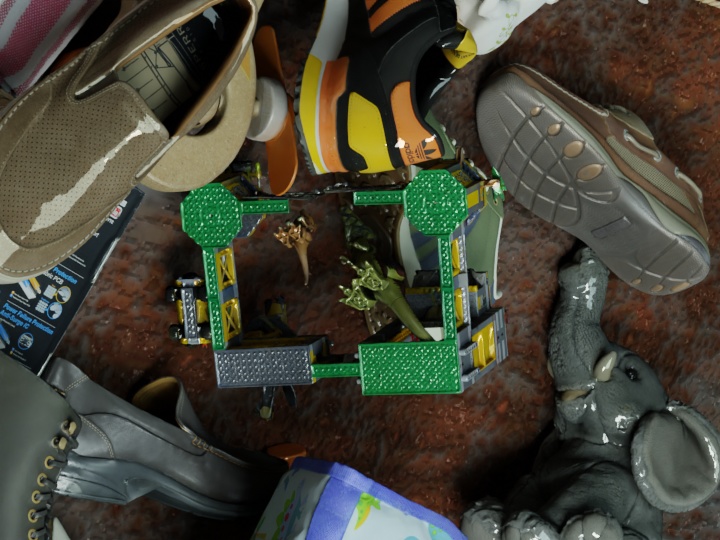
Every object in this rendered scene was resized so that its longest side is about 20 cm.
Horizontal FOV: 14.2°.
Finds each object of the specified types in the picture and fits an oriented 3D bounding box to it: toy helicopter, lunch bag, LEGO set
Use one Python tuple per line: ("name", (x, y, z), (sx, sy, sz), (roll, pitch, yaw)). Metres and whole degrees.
("toy helicopter", (-0.069, -0.130, 1.558), (0.132, 0.079, 0.201), (37, 67, -24))
("lunch bag", (-0.022, 0.198, 1.595), (0.200, 0.127, 0.171), (51, 60, -74))
("LEGO set", (0.000, 0.000, 1.621), (0.116, 0.199, 0.155), (-29, 107, -69))

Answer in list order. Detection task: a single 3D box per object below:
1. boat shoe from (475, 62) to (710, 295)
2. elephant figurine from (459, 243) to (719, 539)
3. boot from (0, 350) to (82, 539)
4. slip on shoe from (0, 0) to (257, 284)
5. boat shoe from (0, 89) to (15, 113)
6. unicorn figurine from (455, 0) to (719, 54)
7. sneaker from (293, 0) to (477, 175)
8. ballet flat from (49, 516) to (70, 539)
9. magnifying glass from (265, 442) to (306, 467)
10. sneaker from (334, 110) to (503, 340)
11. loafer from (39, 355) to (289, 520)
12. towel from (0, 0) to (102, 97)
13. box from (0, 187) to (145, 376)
("boat shoe", (0.143, -0.065, 1.774), (0.200, 0.075, 0.072), (43, 45, -32))
("elephant figurine", (0.158, 0.115, 1.820), (0.201, 0.141, 0.155), (-61, 163, -24))
("boot", (-0.164, 0.137, 1.477), (0.200, 0.077, 0.138), (42, 81, -2))
("slip on shoe", (-0.123, -0.072, 1.433), (0.200, 0.060, 0.076), (-45, 110, -29))
("boat shoe", (-0.216, 0.002, 1.437), (0.074, 0.066, 0.201), (37, 82, -40))
("unicorn figurine", (0.108, -0.180, 1.690), (0.199, 0.074, 0.138), (-26, 149, -9))
("sneaker", (0.025, -0.137, 1.580), (0.070, 0.089, 0.201), (69, 29, -55))
("ballet flat", (-0.193, 0.149, 1.582), (0.200, 0.067, 0.063), (40, 59, -43))
("magnifying glass", (-0.050, 0.201, 1.748), (0.079, 0.022, 0.201), (-11, 116, -35))
("sneaker", (0.041, -0.045, 1.697), (0.090, 0.067, 0.201), (-30, 126, -34))
("loafer", (-0.108, 0.096, 1.622), (0.199, 0.072, 0.073), (13, 90, -49))
("towel", (-0.186, -0.198, 1.471), (0.147, 0.030, 0.200), (-52, 131, -10))
("box", (-0.226, -0.020, 1.497), (0.200, 0.046, 0.160), (32, 86, -42))
